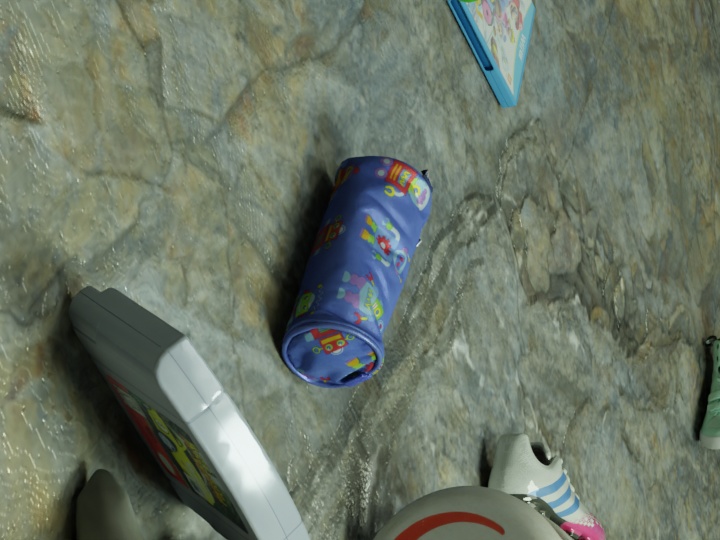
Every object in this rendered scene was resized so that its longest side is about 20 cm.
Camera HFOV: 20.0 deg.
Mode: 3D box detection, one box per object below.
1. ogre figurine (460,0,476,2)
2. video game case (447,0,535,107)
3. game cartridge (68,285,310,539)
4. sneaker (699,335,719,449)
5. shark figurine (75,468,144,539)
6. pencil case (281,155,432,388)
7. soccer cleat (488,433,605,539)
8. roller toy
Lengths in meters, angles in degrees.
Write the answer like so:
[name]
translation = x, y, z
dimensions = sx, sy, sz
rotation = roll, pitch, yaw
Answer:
[ogre figurine]
translation = 0.035, -0.318, 1.698
dimensions = 0.098, 0.120, 0.200
rotation = -58, 132, -48
[video game case]
translation = 0.120, -0.277, 1.982
dimensions = 0.200, 0.018, 0.143
rotation = 58, 34, -41
[game cartridge]
translation = -0.102, 0.105, 1.282
dimensions = 0.041, 0.133, 0.200
rotation = -42, 127, -20
[sneaker]
translation = 0.447, 0.141, 2.482
dimensions = 0.200, 0.074, 0.119
rotation = -51, 136, -69
[shark figurine]
translation = -0.095, 0.203, 1.206
dimensions = 0.090, 0.214, 0.128
rotation = 94, 22, -59
[pencil case]
translation = 0.000, 0.000, 1.578
dimensions = 0.087, 0.078, 0.200
rotation = 40, 45, -24
[soccer cleat]
translation = 0.180, 0.211, 1.907
dimensions = 0.200, 0.070, 0.087
rotation = 41, 47, -54
[roller toy]
translation = 0.099, 0.268, 1.583
dimensions = 0.140, 0.200, 0.183
rotation = 40, 42, -56
